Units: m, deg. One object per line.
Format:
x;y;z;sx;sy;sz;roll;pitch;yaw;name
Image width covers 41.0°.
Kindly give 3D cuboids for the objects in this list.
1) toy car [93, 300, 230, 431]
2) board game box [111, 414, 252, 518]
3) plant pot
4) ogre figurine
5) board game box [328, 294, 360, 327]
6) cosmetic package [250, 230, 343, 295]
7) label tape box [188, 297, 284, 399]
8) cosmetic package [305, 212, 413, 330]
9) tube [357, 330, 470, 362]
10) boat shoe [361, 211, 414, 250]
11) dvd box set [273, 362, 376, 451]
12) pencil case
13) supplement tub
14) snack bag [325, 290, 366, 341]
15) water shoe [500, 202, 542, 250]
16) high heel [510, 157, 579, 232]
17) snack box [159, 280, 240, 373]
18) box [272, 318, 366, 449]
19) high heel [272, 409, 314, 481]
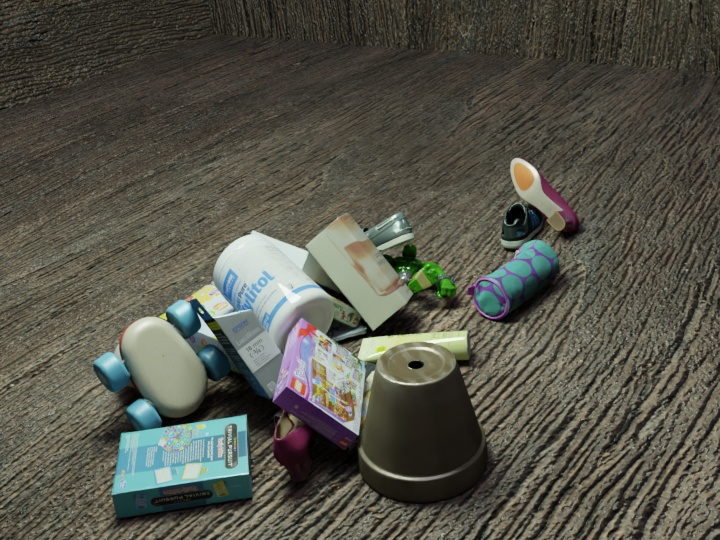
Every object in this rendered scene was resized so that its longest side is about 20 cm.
-0.357;0.169;1.647;0.184;0.178;0.200;-38;11;-27;toy car
-0.266;0.293;1.455;0.198;0.047;0.151;-7;27;-4;board game box
0.086;0.209;1.417;0.198;0.175;0.200;-5;28;2;plant pot
0.086;0.005;1.890;0.198;0.099;0.120;-9;15;8;ogre figurine
-0.104;0.042;1.809;0.199;0.035;0.126;25;-1;44;board game box
-0.110;-0.009;1.885;0.150;0.052;0.200;18;-5;35;cosmetic package
-0.194;0.111;1.580;0.063;0.201;0.144;-37;6;-15;label tape box
0.000;0.000;1.786;0.087;0.200;0.103;-39;2;13;cosmetic package
0.094;0.136;1.701;0.198;0.052;0.058;-4;-14;14;tube
0.015;-0.061;1.908;0.199;0.062;0.073;-18;-3;32;boat shoe
-0.029;0.213;1.587;0.145;0.030;0.200;11;31;29;dvd box set
0.297;0.016;1.855;0.092;0.086;0.199;31;41;27;pencil case
-0.151;0.042;1.668;0.131;0.133;0.200;-24;47;-33;supplement tub
-0.111;0.103;1.830;0.198;0.022;0.189;-17;30;-20;snack bag
0.357;-0.116;2.109;0.071;0.080;0.200;5;28;19;water shoe
0.408;-0.167;2.123;0.200;0.067;0.096;52;28;20;high heel
-0.241;0.095;1.780;0.199;0.068;0.168;16;38;34;snack box
-0.060;0.173;1.505;0.136;0.039;0.200;36;24;-14;box
-0.096;0.214;1.464;0.067;0.097;0.201;-12;41;8;high heel
